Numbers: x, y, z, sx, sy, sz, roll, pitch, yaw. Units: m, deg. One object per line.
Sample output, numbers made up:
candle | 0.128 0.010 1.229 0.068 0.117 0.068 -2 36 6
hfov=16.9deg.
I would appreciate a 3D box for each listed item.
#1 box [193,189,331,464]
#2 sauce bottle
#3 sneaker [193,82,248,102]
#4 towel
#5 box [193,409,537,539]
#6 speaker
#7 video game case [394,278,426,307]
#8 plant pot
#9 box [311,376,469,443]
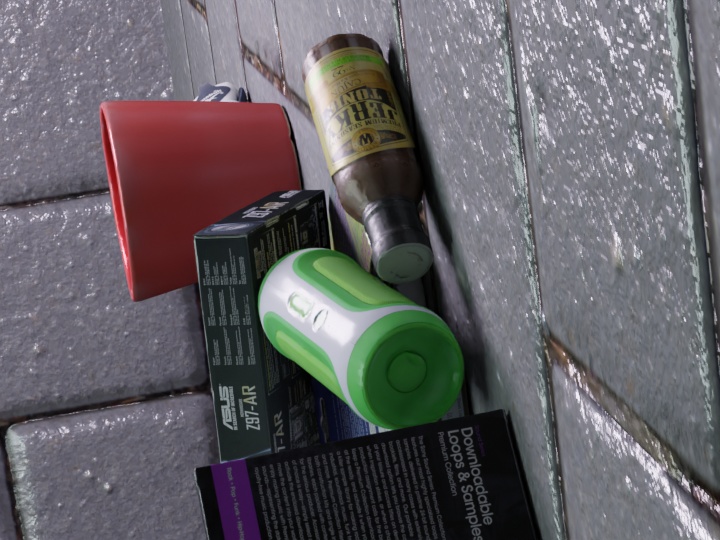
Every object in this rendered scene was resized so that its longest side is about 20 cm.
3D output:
box | -0.062 0.053 1.789 0.160 0.043 0.201 -35 -59 -66
sauce bottle | 0.009 -0.077 1.662 0.065 0.064 0.201 90 166 -48
sneaker | -0.152 -0.160 2.599 0.199 0.079 0.130 75 174 -67
towel | 0.000 0.000 1.798 0.201 0.023 0.144 93 166 -51
box | 0.009 0.172 1.473 0.036 0.199 0.144 89 169 -65
speaker | -0.002 0.044 1.626 0.200 0.088 0.089 -147 47 -64
video game case | 0.037 0.101 1.812 0.200 0.023 0.183 137 123 -79
plant pot | -0.153 -0.080 2.364 0.200 0.176 0.202 170 90 -81
box | 0.023 0.119 1.712 0.200 0.032 0.122 11 111 62
